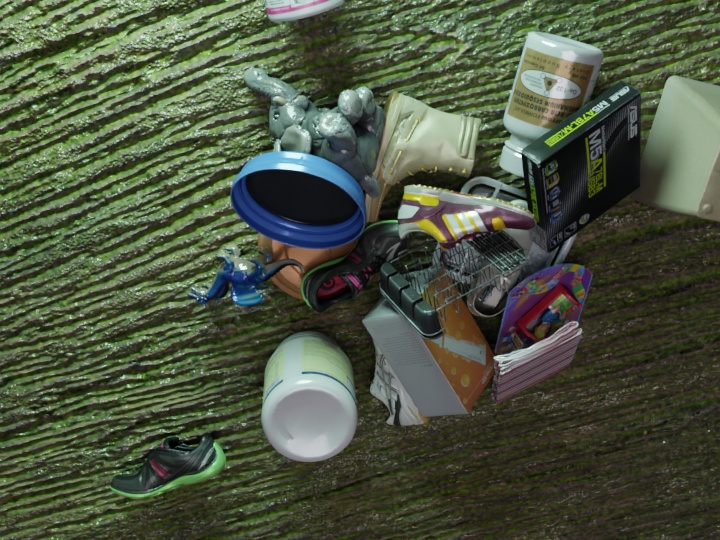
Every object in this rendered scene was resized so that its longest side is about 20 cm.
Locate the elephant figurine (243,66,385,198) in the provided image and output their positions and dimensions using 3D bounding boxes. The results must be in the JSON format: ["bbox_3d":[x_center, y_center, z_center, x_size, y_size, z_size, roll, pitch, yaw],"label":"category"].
[{"bbox_3d":[-0.072,-0.203,1.469,0.200,0.141,0.155,4,73,30],"label":"elephant figurine"}]

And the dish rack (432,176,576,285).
[{"bbox_3d":[0.226,-0.051,1.585,0.200,0.044,0.172,19,108,-10],"label":"dish rack"}]

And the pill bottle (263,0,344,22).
[{"bbox_3d":[-0.097,-0.452,1.374,0.113,0.113,0.200,-14,111,2],"label":"pill bottle"}]

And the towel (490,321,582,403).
[{"bbox_3d":[0.275,0.146,1.598,0.146,0.200,0.030,-26,69,-5],"label":"towel"}]

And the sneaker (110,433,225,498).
[{"bbox_3d":[-0.325,0.326,1.689,0.200,0.077,0.084,-19,90,4],"label":"sneaker"}]

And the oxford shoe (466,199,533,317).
[{"bbox_3d":[0.221,-0.011,1.548,0.075,0.058,0.200,18,108,-9],"label":"oxford shoe"}]

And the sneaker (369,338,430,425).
[{"bbox_3d":[0.044,0.168,1.645,0.088,0.076,0.200,-16,101,27],"label":"sneaker"}]

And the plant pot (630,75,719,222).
[{"bbox_3d":[0.546,-0.155,1.490,0.200,0.177,0.200,11,111,-7],"label":"plant pot"}]

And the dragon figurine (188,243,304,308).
[{"bbox_3d":[-0.171,0.016,1.562,0.200,0.059,0.100,3,115,14],"label":"dragon figurine"}]

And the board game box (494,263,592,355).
[{"bbox_3d":[0.299,0.078,1.591,0.158,0.039,0.200,-13,135,-21],"label":"board game box"}]

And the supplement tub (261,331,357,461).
[{"bbox_3d":[-0.080,0.191,1.578,0.145,0.200,0.145,-1,111,-3],"label":"supplement tub"}]

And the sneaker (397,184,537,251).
[{"bbox_3d":[0.154,-0.067,1.470,0.200,0.075,0.090,11,94,7],"label":"sneaker"}]

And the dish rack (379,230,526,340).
[{"bbox_3d":[0.139,0.003,1.486,0.200,0.153,0.055,-28,133,-14],"label":"dish rack"}]

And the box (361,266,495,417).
[{"bbox_3d":[0.113,0.114,1.584,0.097,0.124,0.200,-12,118,44],"label":"box"}]

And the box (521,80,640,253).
[{"bbox_3d":[0.327,-0.148,1.471,0.193,0.048,0.200,-33,141,-12],"label":"box"}]

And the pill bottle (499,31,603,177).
[{"bbox_3d":[0.273,-0.238,1.476,0.114,0.114,0.200,11,110,-7],"label":"pill bottle"}]

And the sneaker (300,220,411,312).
[{"bbox_3d":[0.000,0.000,1.533,0.200,0.084,0.077,-38,122,13],"label":"sneaker"}]

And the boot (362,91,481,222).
[{"bbox_3d":[0.089,-0.153,1.520,0.155,0.073,0.200,15,98,-9],"label":"boot"}]

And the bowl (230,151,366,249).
[{"bbox_3d":[-0.088,-0.102,1.460,0.200,0.039,0.201,9,150,5],"label":"bowl"}]

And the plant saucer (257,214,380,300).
[{"bbox_3d":[-0.062,-0.041,1.580,0.200,0.032,0.201,-1,112,-2],"label":"plant saucer"}]
